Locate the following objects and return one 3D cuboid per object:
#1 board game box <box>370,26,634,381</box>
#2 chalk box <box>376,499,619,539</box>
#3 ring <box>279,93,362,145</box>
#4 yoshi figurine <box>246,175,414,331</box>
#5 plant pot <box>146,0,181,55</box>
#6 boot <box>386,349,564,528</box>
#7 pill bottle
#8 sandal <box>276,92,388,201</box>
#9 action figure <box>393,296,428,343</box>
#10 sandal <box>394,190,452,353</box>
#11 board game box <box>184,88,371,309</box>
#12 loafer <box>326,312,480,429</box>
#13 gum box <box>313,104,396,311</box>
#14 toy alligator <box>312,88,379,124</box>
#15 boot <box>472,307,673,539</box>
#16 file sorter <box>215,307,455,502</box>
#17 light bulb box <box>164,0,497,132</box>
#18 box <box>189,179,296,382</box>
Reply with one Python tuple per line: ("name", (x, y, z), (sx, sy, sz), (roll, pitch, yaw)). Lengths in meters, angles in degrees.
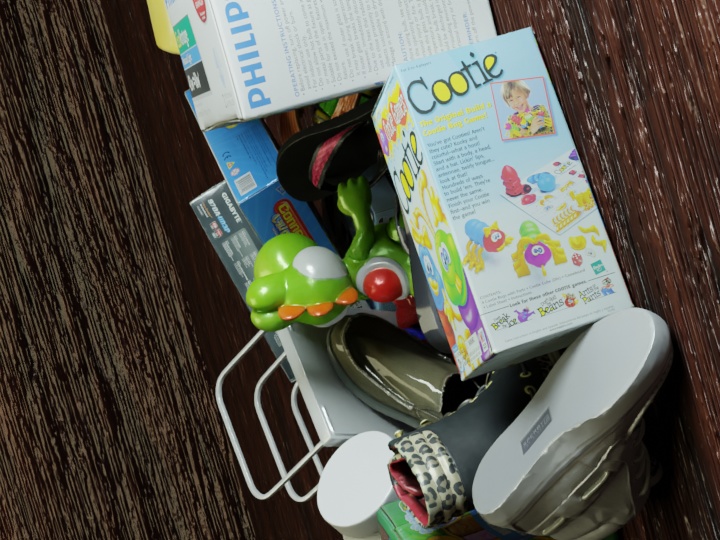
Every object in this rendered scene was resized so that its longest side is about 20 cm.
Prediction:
("board game box", (0.092, -0.043, 1.138), (0.103, 0.104, 0.202), (123, 130, -74))
("chalk box", (0.090, 0.241, 1.284), (0.124, 0.198, 0.126), (-139, 33, -66))
("ring", (-0.027, -0.181, 1.495), (0.200, 0.019, 0.203), (-170, 90, -66))
("yoshi figurine", (-0.006, -0.012, 1.376), (0.112, 0.198, 0.114), (136, 116, -76))
("plant pot", (-0.110, -0.283, 1.406), (0.201, 0.198, 0.191), (-137, 44, -65))
("boot", (0.084, 0.105, 1.243), (0.204, 0.152, 0.074), (-126, 23, -56))
("pill bottle", (0.058, 0.218, 1.404), (0.200, 0.113, 0.113), (41, -170, -37))
("sandal", (-0.005, -0.096, 1.387), (0.199, 0.075, 0.046), (-28, 51, 46))
("action figure", (0.070, 0.037, 1.450), (0.200, 0.051, 0.066), (-162, 60, -67))
("sandal", (0.051, -0.035, 1.292), (0.043, 0.076, 0.203), (-22, 63, 44))
("board game box", (-0.080, -0.066, 1.614), (0.197, 0.056, 0.201), (59, -179, -42))
("loafer", (0.062, 0.095, 1.407), (0.199, 0.075, 0.070), (35, 142, 5))
("gum box", (0.005, -0.044, 1.638), (0.201, 0.044, 0.171), (88, 161, -46))
("toy alligator", (-0.012, -0.157, 1.555), (0.060, 0.054, 0.200), (-65, 25, 9))
("boot", (0.163, 0.108, 1.102), (0.200, 0.095, 0.074), (-51, 29, 37))
("file sorter", (-0.012, 0.126, 1.502), (0.125, 0.199, 0.140), (-45, 55, 32))
("light bulb box", (-0.029, -0.190, 1.252), (0.198, 0.198, 0.126), (-170, 64, -76))
("box", (-0.094, 0.011, 1.656), (0.201, 0.046, 0.159), (60, -179, 1))
